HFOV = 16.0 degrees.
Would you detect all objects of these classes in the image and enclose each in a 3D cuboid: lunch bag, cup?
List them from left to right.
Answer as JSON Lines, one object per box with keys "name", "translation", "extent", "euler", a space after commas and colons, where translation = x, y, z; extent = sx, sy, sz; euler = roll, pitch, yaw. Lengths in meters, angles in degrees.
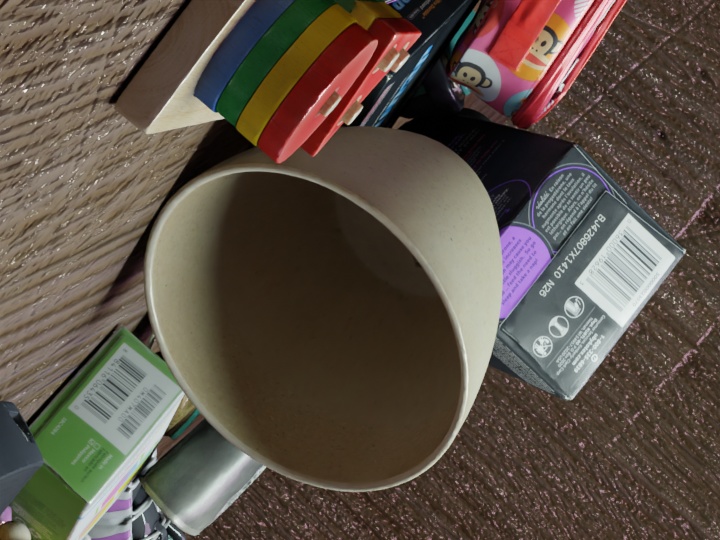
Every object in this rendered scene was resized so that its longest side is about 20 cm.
{"name": "cup", "translation": [0.000, 0.000, 1.418], "extent": [0.143, 0.200, 0.201], "euler": [-45, 174, -49]}
{"name": "lunch bag", "translation": [0.129, -0.188, 1.558], "extent": [0.201, 0.082, 0.176], "euler": [-57, 180, 18]}

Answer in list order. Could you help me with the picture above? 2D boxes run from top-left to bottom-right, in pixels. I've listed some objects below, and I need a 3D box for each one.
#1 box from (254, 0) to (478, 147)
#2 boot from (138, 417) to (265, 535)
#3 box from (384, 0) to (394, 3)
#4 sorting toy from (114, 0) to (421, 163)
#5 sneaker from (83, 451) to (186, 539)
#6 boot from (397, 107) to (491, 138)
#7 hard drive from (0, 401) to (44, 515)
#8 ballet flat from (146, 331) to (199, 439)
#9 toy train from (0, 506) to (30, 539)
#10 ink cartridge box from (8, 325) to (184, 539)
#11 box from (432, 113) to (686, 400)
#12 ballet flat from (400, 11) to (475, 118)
{"name": "box", "translation": [-0.007, -0.100, 1.546], "extent": [0.159, 0.046, 0.200], "euler": [-47, 175, -49]}
{"name": "boot", "translation": [-0.054, 0.084, 1.628], "extent": [0.199, 0.073, 0.182], "euler": [-37, 177, -7]}
{"name": "box", "translation": [0.074, -0.180, 1.334], "extent": [0.142, 0.036, 0.200], "euler": [-19, -174, 17]}
{"name": "sorting toy", "translation": [-0.001, -0.131, 1.132], "extent": [0.199, 0.069, 0.200], "euler": [-51, 177, 11]}
{"name": "sneaker", "translation": [-0.150, 0.173, 1.791], "extent": [0.078, 0.140, 0.200], "euler": [-46, 175, -43]}
{"name": "boot", "translation": [-0.009, -0.026, 1.728], "extent": [0.199, 0.077, 0.168], "euler": [-23, -167, 30]}
{"name": "hard drive", "translation": [-0.220, 0.129, 1.270], "extent": [0.135, 0.042, 0.200], "euler": [-51, 177, 4]}
{"name": "ballet flat", "translation": [-0.081, 0.021, 1.634], "extent": [0.200, 0.072, 0.068], "euler": [-43, -172, 16]}
{"name": "toy train", "translation": [-0.213, 0.222, 1.539], "extent": [0.055, 0.151, 0.200], "euler": [-9, -172, 20]}
{"name": "ink cartridge box", "translation": [-0.177, 0.124, 1.612], "extent": [0.104, 0.059, 0.200], "euler": [-50, 177, -28]}
{"name": "box", "translation": [0.092, -0.012, 1.596], "extent": [0.122, 0.106, 0.200], "euler": [-50, -159, -6]}
{"name": "ballet flat", "translation": [0.045, -0.140, 1.730], "extent": [0.073, 0.073, 0.200], "euler": [-51, -177, 16]}
